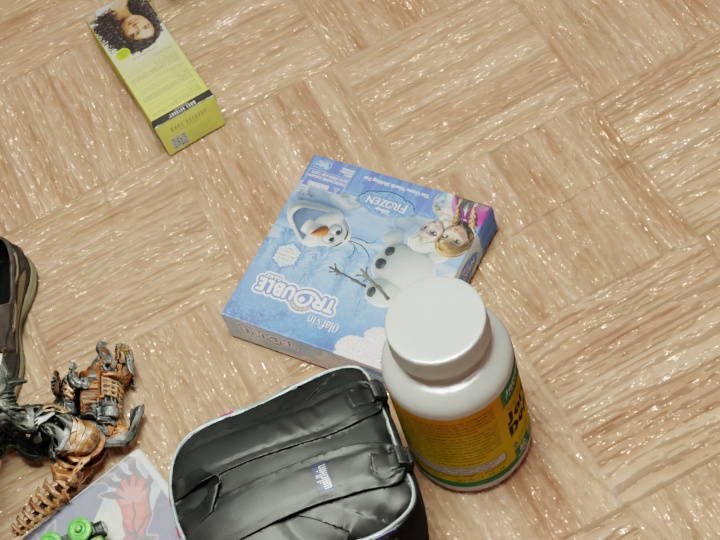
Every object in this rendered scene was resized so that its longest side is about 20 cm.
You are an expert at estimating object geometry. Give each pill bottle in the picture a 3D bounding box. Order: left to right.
[{"bbox_3d":[0.079,0.093,1.377,0.112,0.201,0.114,-7,54,10],"label":"pill bottle"}]

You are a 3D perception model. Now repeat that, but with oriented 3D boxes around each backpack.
[{"bbox_3d":[-0.056,0.194,1.373,0.198,0.151,0.178,-17,51,-7],"label":"backpack"}]

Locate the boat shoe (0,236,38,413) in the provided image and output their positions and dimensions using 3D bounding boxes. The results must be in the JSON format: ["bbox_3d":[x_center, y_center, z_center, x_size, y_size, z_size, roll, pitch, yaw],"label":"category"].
[{"bbox_3d":[-0.368,0.055,1.594,0.074,0.074,0.201,-6,55,10],"label":"boat shoe"}]

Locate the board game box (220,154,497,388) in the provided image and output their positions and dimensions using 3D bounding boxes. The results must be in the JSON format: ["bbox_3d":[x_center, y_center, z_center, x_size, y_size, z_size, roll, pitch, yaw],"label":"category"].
[{"bbox_3d":[0.000,0.000,1.558,0.199,0.043,0.200,17,63,24],"label":"board game box"}]

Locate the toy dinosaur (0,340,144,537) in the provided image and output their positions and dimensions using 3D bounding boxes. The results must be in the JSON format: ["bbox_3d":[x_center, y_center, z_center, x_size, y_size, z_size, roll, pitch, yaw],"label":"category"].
[{"bbox_3d":[-0.276,0.145,1.503,0.135,0.103,0.200,17,36,6],"label":"toy dinosaur"}]

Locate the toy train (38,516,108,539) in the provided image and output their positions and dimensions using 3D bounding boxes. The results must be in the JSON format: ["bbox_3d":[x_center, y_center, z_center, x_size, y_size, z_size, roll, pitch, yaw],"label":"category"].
[{"bbox_3d":[-0.305,0.279,1.421,0.199,0.042,0.057,-26,65,-3],"label":"toy train"}]

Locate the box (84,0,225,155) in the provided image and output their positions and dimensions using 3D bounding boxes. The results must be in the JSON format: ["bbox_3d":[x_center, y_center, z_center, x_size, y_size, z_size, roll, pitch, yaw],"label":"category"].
[{"bbox_3d":[-0.223,-0.216,1.758,0.075,0.050,0.200,-31,55,-8],"label":"box"}]

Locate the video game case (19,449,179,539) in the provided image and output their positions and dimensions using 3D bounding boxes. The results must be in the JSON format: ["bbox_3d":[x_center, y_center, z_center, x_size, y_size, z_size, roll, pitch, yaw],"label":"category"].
[{"bbox_3d":[-0.213,0.279,1.434,0.182,0.023,0.200,-37,56,-12],"label":"video game case"}]
